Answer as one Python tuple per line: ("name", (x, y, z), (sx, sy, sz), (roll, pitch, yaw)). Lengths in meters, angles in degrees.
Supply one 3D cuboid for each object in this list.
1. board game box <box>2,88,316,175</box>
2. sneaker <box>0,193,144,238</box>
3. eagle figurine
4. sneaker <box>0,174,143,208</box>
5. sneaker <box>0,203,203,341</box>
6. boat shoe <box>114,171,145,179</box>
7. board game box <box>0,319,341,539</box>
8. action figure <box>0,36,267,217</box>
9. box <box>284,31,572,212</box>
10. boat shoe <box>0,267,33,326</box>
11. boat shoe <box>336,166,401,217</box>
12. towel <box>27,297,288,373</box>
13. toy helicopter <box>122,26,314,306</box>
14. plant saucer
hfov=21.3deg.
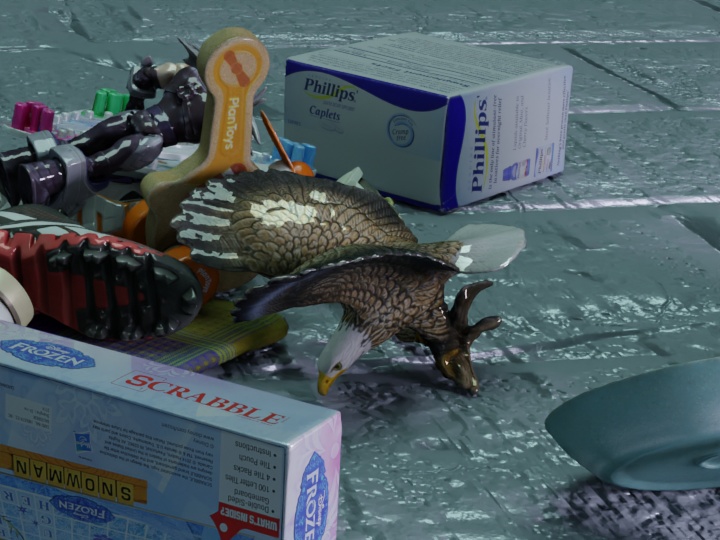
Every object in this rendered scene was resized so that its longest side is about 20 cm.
("board game box", (-0.150, -0.103, 1.498), (0.199, 0.026, 0.200), (16, 13, 11))
("sneaker", (-0.175, -0.019, 1.397), (0.199, 0.079, 0.077), (0, -12, 6))
("eagle figurine", (-0.002, 0.006, 1.215), (0.152, 0.200, 0.151), (-23, 43, 40))
("sneaker", (-0.200, -0.042, 1.478), (0.199, 0.081, 0.083), (10, 1, 3))
("sneaker", (-0.192, -0.003, 1.258), (0.200, 0.071, 0.098), (6, 21, 14))
("boat shoe", (-0.167, -0.076, 1.565), (0.199, 0.072, 0.068), (9, 4, 27))
("board game box", (-0.104, 0.129, 0.746), (0.199, 0.200, 0.041), (14, 21, 28))
("action figure", (-0.156, -0.096, 1.356), (0.200, 0.070, 0.130), (-24, 44, -18))
("box", (0.061, -0.138, 1.718), (0.184, 0.105, 0.200), (17, 22, 35))
("boat shoe", (-0.297, 0.032, 1.198), (0.200, 0.075, 0.068), (-3, 39, 41))
("boat shoe", (-0.006, -0.034, 1.467), (0.060, 0.072, 0.202), (42, 3, -7))
("towel", (-0.154, 0.049, 1.257), (0.143, 0.023, 0.200), (14, 22, 29))
("toy helicopter", (-0.082, -0.071, 1.279), (0.132, 0.201, 0.079), (-7, 37, -22))
("plant saucer", (0.202, 0.088, 1.047), (0.199, 0.036, 0.200), (-6, -19, -2))
